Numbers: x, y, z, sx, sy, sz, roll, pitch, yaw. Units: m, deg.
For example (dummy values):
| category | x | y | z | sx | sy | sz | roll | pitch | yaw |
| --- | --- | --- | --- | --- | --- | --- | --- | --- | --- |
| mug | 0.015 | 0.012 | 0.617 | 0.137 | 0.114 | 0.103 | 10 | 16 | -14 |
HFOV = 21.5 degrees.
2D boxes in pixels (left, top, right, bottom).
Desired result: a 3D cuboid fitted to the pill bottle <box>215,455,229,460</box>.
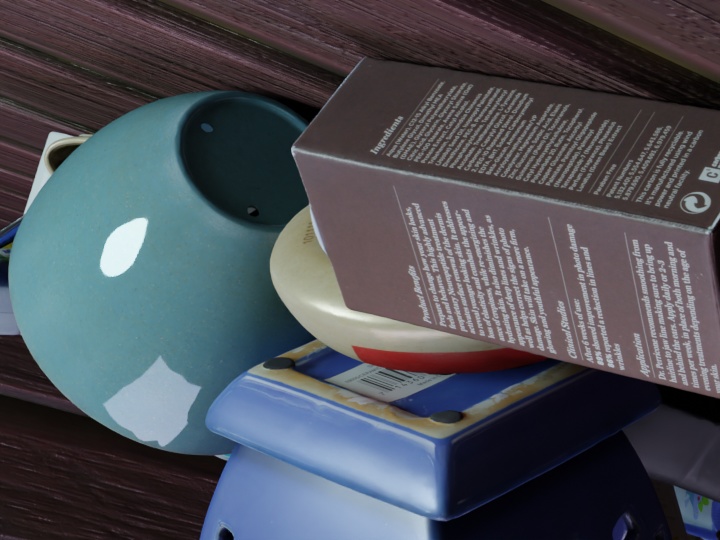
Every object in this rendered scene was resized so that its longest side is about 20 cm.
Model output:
| category | x | y | z | sx | sy | sz | roll | pitch | yaw |
| --- | --- | --- | --- | --- | --- | --- | --- | --- | --- |
| pill bottle | -0.022 | 0.080 | 1.207 | 0.110 | 0.112 | 0.199 | 19 | 171 | -38 |

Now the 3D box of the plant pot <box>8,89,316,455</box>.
| category | x | y | z | sx | sy | sz | roll | pitch | yaw |
| --- | --- | --- | --- | --- | --- | --- | --- | --- | --- |
| plant pot | -0.079 | -0.021 | 1.038 | 0.199 | 0.201 | 0.135 | 17 | 140 | -16 |

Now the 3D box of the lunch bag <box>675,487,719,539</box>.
| category | x | y | z | sx | sy | sz | roll | pitch | yaw |
| --- | --- | --- | --- | --- | --- | --- | --- | --- | --- |
| lunch bag | 0.319 | 0.131 | 1.398 | 0.127 | 0.171 | 0.200 | 17 | 176 | -23 |

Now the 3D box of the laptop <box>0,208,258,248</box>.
| category | x | y | z | sx | sy | sz | roll | pitch | yaw |
| --- | --- | --- | --- | --- | --- | --- | --- | --- | --- |
| laptop | -0.144 | -0.016 | 1.229 | 0.199 | 0.104 | 0.177 | 24 | -157 | 11 |

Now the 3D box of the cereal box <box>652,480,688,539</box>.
| category | x | y | z | sx | sy | sz | roll | pitch | yaw |
| --- | --- | --- | --- | --- | --- | --- | --- | --- | --- |
| cereal box | 0.136 | 0.126 | 1.170 | 0.143 | 0.201 | 0.039 | 13 | 144 | -41 |

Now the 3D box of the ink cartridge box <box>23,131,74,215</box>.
| category | x | y | z | sx | sy | sz | roll | pitch | yaw |
| --- | --- | --- | --- | --- | --- | --- | --- | --- | --- |
| ink cartridge box | -0.164 | -0.005 | 1.442 | 0.198 | 0.161 | 0.047 | 14 | 174 | 17 |

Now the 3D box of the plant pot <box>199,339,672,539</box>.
| category | x | y | z | sx | sy | sz | roll | pitch | yaw |
| --- | --- | --- | --- | --- | --- | --- | --- | --- | --- |
| plant pot | 0.038 | 0.128 | 0.985 | 0.199 | 0.181 | 0.199 | -21 | -153 | -41 |

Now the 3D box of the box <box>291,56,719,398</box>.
| category | x | y | z | sx | sy | sz | roll | pitch | yaw |
| --- | --- | --- | --- | --- | --- | --- | --- | --- | --- |
| box | 0.078 | -0.020 | 0.811 | 0.199 | 0.075 | 0.101 | 12 | 139 | 30 |

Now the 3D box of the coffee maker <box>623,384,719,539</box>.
| category | x | y | z | sx | sy | sz | roll | pitch | yaw |
| --- | --- | --- | --- | --- | --- | --- | --- | --- | --- |
| coffee maker | 0.184 | 0.077 | 1.103 | 0.199 | 0.193 | 0.135 | 18 | -169 | -13 |

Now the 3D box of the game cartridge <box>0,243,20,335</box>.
| category | x | y | z | sx | sy | sz | roll | pitch | yaw |
| --- | --- | --- | --- | --- | --- | --- | --- | --- | --- |
| game cartridge | -0.204 | 0.007 | 1.300 | 0.199 | 0.041 | 0.133 | -3 | -157 | -37 |

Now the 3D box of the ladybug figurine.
| category | x | y | z | sx | sy | sz | roll | pitch | yaw |
| --- | --- | --- | --- | --- | --- | --- | --- | --- | --- |
| ladybug figurine | 0.056 | 0.001 | 0.933 | 0.198 | 0.136 | 0.072 | -4 | 128 | 15 |

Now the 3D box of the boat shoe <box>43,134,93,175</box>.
| category | x | y | z | sx | sy | sz | roll | pitch | yaw |
| --- | --- | --- | --- | --- | --- | --- | --- | --- | --- |
| boat shoe | -0.144 | -0.057 | 1.355 | 0.199 | 0.073 | 0.065 | 19 | 179 | 37 |
